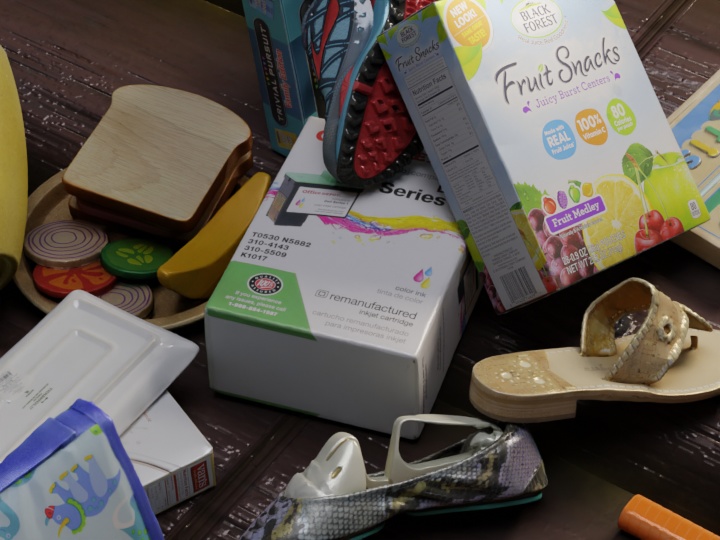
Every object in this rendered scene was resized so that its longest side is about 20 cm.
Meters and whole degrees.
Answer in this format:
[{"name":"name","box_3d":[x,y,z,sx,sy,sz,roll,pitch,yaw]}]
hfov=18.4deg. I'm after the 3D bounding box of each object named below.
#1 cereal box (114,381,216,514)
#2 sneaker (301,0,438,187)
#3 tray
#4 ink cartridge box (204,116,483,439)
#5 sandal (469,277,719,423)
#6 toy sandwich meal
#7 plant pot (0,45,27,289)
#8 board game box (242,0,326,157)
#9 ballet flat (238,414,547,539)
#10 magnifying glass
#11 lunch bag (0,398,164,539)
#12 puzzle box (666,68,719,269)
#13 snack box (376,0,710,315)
[{"name":"cereal box","box_3d":[-0.210,0.120,1.389,0.200,0.040,0.144,-26,49,-22]},{"name":"sneaker","box_3d":[0.003,-0.146,1.492,0.095,0.079,0.200,-6,65,45]},{"name":"tray","box_3d":[-0.200,0.083,1.383,0.107,0.022,0.200,23,49,26]},{"name":"ink cartridge box","box_3d":[0.000,0.000,1.468,0.145,0.084,0.200,13,46,14]},{"name":"sandal","box_3d":[0.166,0.041,1.391,0.211,0.070,0.078,-10,31,-28]},{"name":"toy sandwich meal","box_3d":[-0.149,-0.041,1.526,0.205,0.070,0.205,-1,45,1]},{"name":"plant pot","box_3d":[-0.300,-0.046,1.478,0.200,0.200,0.142,-22,74,-18]},{"name":"board game box","box_3d":[0.010,-0.189,1.609,0.200,0.151,0.047,-35,44,-29]},{"name":"ballet flat","box_3d":[0.014,0.126,1.350,0.200,0.072,0.072,-13,46,-13]},{"name":"magnifying glass","box_3d":[0.243,0.188,1.316,0.200,0.022,0.080,28,53,25]},{"name":"lunch bag","box_3d":[-0.192,0.184,1.211,0.127,0.200,0.170,31,55,29]},{"name":"puzzle box","box_3d":[0.283,-0.087,1.562,0.133,0.025,0.200,33,64,31]},{"name":"snack box","box_3d":[0.122,-0.092,1.461,0.169,0.068,0.200,-23,87,-42]}]
